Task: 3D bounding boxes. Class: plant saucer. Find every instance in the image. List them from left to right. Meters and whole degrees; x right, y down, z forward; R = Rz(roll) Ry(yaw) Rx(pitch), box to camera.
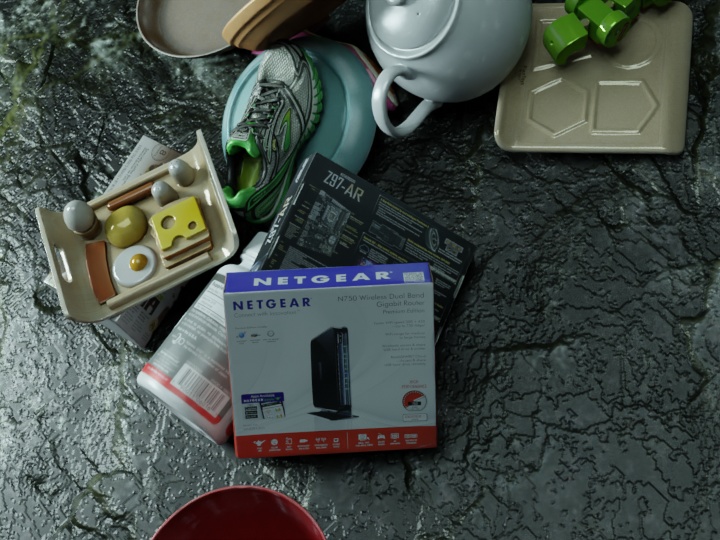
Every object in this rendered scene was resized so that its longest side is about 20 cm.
[{"bbox_3d":[-0.173,-0.329,1.641,0.199,0.032,0.201,-11,57,18],"label":"plant saucer"},{"bbox_3d":[-0.075,-0.165,1.515,0.199,0.027,0.202,-5,79,27],"label":"plant saucer"},{"bbox_3d":[-0.056,-0.293,1.464,0.200,0.200,0.038,-34,93,-1],"label":"plant saucer"}]

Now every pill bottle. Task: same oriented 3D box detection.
[{"bbox_3d":[-0.127,0.067,1.410,0.114,0.114,0.200,31,77,26],"label":"pill bottle"}]

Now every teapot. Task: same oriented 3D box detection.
[{"bbox_3d":[0.074,-0.272,1.449,0.197,0.146,0.201,-35,69,30],"label":"teapot"}]

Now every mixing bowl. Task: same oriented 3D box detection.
[{"bbox_3d":[-0.104,0.315,1.292,0.199,0.108,0.201,-7,64,14],"label":"mixing bowl"}]

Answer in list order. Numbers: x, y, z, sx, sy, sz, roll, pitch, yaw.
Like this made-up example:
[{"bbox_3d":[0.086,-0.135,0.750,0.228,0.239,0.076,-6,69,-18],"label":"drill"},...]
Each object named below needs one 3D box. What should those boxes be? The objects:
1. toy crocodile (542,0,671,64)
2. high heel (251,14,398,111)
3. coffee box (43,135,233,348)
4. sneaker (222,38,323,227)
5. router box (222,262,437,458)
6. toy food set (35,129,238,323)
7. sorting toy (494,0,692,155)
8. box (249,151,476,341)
[{"bbox_3d":[0.281,-0.288,1.460,0.200,0.062,0.068,-38,64,-13],"label":"toy crocodile"},{"bbox_3d":[-0.042,-0.225,1.554,0.096,0.067,0.200,-44,67,8],"label":"high heel"},{"bbox_3d":[-0.237,-0.033,1.506,0.113,0.080,0.201,27,76,26],"label":"coffee box"},{"bbox_3d":[-0.097,-0.150,1.461,0.078,0.085,0.201,7,84,29],"label":"sneaker"},{"bbox_3d":[-0.028,0.087,1.319,0.199,0.181,0.049,-3,24,-1],"label":"router box"},{"bbox_3d":[-0.234,-0.049,1.432,0.199,0.060,0.144,-26,61,5],"label":"toy food set"},{"bbox_3d":[0.252,-0.206,1.477,0.199,0.037,0.186,4,67,13],"label":"sorting toy"},{"bbox_3d":[0.000,0.000,1.379,0.199,0.043,0.161,29,73,-16],"label":"box"}]
